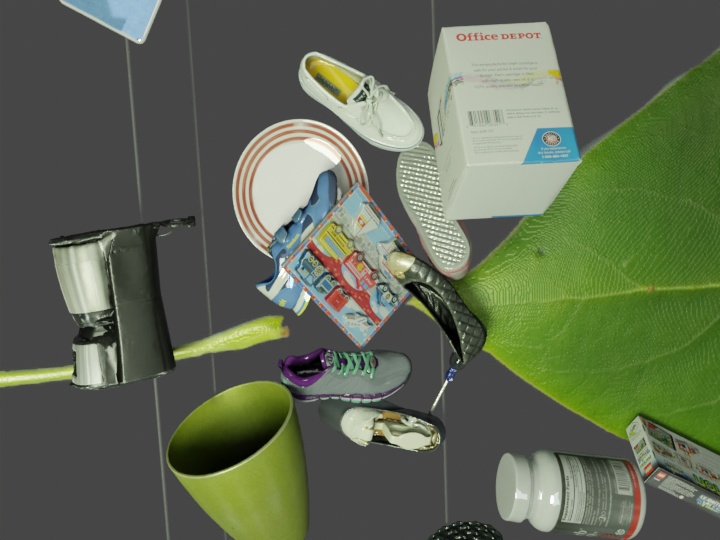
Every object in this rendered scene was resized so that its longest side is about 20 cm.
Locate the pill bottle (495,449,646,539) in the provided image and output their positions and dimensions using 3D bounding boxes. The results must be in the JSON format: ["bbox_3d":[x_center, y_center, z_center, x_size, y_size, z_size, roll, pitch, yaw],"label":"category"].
[{"bbox_3d":[0.310,0.331,0.986,0.194,0.116,0.120,7,97,-5],"label":"pill bottle"}]

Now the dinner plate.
[{"bbox_3d":[-0.085,-0.111,0.946,0.194,0.024,0.207,-1,96,-5],"label":"dinner plate"}]

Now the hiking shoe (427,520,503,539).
[{"bbox_3d":[0.132,0.454,1.015,0.195,0.075,0.089,-22,106,8],"label":"hiking shoe"}]

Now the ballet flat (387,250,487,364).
[{"bbox_3d":[0.107,0.049,0.924,0.200,0.066,0.057,45,65,-15],"label":"ballet flat"}]

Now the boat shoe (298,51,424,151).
[{"bbox_3d":[0.004,-0.236,0.899,0.200,0.086,0.076,35,88,-3],"label":"boat shoe"}]

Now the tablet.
[{"bbox_3d":[-0.314,-0.430,0.893,0.127,0.014,0.204,25,95,-7],"label":"tablet"}]

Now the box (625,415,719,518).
[{"bbox_3d":[0.506,0.307,1.000,0.196,0.111,0.035,27,120,-7],"label":"box"}]

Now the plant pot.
[{"bbox_3d":[-0.145,0.296,0.926,0.183,0.188,0.204,-21,113,-2],"label":"plant pot"}]

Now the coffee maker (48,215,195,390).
[{"bbox_3d":[-0.307,0.043,0.891,0.186,0.135,0.206,-8,98,-4],"label":"coffee maker"}]

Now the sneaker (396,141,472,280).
[{"bbox_3d":[0.107,-0.078,0.949,0.074,0.105,0.205,-21,69,7],"label":"sneaker"}]

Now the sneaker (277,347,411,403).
[{"bbox_3d":[-0.020,0.144,0.940,0.194,0.088,0.076,-9,60,-4],"label":"sneaker"}]

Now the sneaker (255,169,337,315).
[{"bbox_3d":[-0.084,-0.044,0.908,0.080,0.074,0.205,18,95,-4],"label":"sneaker"}]

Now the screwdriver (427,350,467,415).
[{"bbox_3d":[0.126,0.182,0.996,0.027,0.029,0.204,22,95,-25],"label":"screwdriver"}]

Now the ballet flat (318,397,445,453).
[{"bbox_3d":[0.032,0.228,0.968,0.194,0.073,0.075,13,96,-2],"label":"ballet flat"}]

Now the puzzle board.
[{"bbox_3d":[0.000,0.000,0.912,0.151,0.017,0.201,-47,129,-6],"label":"puzzle board"}]

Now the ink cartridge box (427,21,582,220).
[{"bbox_3d":[0.176,-0.192,0.860,0.143,0.145,0.206,-3,69,-5],"label":"ink cartridge box"}]
